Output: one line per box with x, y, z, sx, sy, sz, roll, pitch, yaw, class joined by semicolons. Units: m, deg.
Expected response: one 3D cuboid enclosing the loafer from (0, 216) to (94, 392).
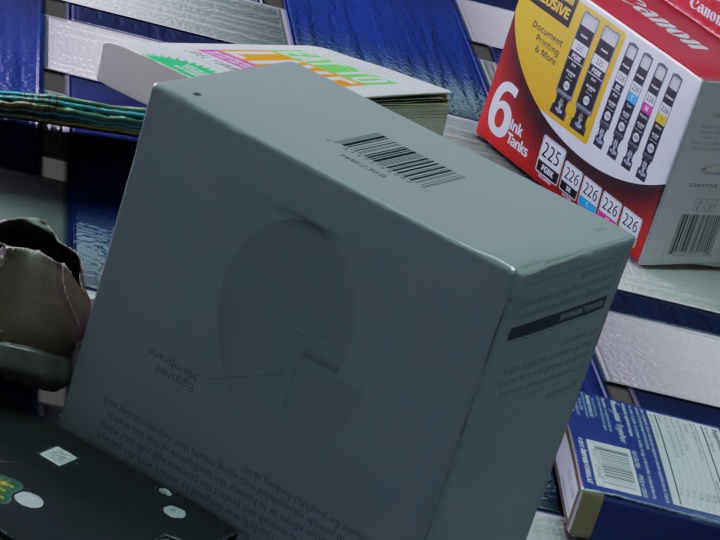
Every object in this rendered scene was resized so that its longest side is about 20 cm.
-0.155;0.011;1.357;0.073;0.071;0.200;15;4;-10;loafer

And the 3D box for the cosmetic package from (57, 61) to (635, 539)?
-0.012;0.039;1.270;0.199;0.201;0.123;28;21;25;cosmetic package

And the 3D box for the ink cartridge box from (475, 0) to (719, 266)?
0.184;-0.126;1.851;0.083;0.177;0.200;1;26;-36;ink cartridge box

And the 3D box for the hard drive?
-0.172;0.101;1.219;0.199;0.038;0.140;28;24;22;hard drive

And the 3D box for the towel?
-0.187;-0.097;1.639;0.199;0.022;0.147;8;2;-24;towel

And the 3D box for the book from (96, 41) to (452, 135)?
-0.055;-0.112;1.802;0.133;0.048;0.199;26;19;34;book

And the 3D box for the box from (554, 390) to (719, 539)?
0.199;0.121;1.465;0.199;0.033;0.121;13;22;-7;box
